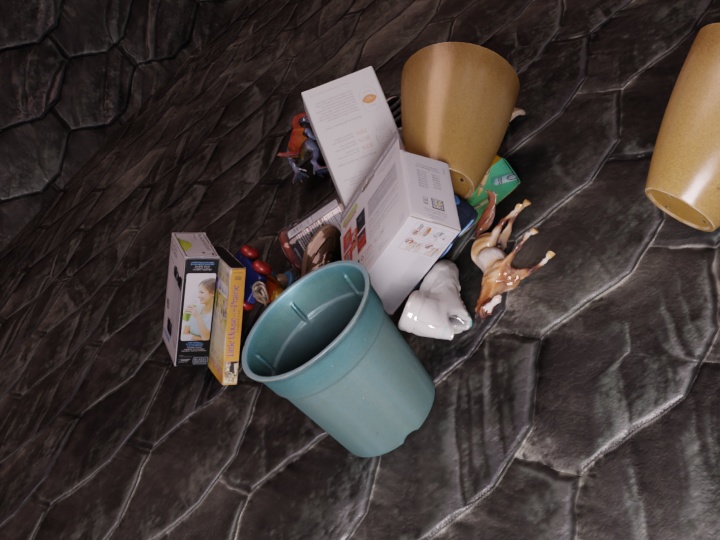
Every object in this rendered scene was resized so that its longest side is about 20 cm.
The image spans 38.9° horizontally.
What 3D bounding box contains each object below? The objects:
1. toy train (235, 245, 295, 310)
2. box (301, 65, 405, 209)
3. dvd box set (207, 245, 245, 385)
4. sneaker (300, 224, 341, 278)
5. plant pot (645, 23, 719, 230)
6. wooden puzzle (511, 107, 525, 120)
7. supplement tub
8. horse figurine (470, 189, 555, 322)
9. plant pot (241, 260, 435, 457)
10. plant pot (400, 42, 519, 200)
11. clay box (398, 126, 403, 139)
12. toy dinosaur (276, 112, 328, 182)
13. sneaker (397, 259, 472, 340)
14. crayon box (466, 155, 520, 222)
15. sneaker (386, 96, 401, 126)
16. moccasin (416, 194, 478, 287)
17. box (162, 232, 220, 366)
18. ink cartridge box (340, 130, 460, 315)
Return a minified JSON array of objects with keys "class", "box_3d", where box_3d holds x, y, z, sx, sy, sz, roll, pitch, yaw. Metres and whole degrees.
[{"class":"toy train","box_3d":[-0.145,0.039,1.714,0.085,0.115,0.200,-63,31,11]},{"class":"box","box_3d":[-0.002,-0.205,1.641,0.124,0.201,0.097,-21,-7,-2]},{"class":"dvd box set","box_3d":[-0.231,0.073,1.705,0.029,0.201,0.146,0,15,-23]},{"class":"sneaker","box_3d":[-0.059,0.026,1.644,0.075,0.070,0.201,15,81,36]},{"class":"plant pot","box_3d":[0.430,-0.156,1.209,0.200,0.186,0.186,-56,28,-2]},{"class":"wooden puzzle","box_3d":[0.175,-0.231,1.794,0.200,0.037,0.185,-39,26,-7]},{"class":"supplement tub","box_3d":[-0.033,-0.074,1.739,0.200,0.107,0.107,-33,28,12]},{"class":"horse figurine","box_3d":[0.197,-0.027,1.427,0.133,0.050,0.200,-48,31,24]},{"class":"plant pot","box_3d":[-0.015,0.126,1.318,0.200,0.196,0.200,-31,28,19]},{"class":"plant pot","box_3d":[0.138,-0.209,1.544,0.186,0.186,0.201,-16,49,38]},{"class":"clay box","box_3d":[0.088,-0.225,1.750,0.200,0.048,0.115,-27,13,1]},{"class":"toy dinosaur","box_3d":[-0.113,-0.273,2.102,0.105,0.200,0.182,-20,62,6]},{"class":"sneaker","box_3d":[0.119,0.050,1.413,0.200,0.088,0.075,-48,-21,-61]},{"class":"crayon box","box_3d":[0.142,-0.109,1.621,0.200,0.058,0.119,-41,27,-2]},{"class":"sneaker","box_3d":[-0.001,-0.280,2.057,0.200,0.076,0.115,-34,21,-12]},{"class":"moccasin","box_3d":[0.105,-0.022,1.519,0.200,0.068,0.081,-51,33,34]},{"class":"box","box_3d":[-0.289,0.047,1.724,0.117,0.060,0.201,-130,45,-57]},{"class":"ink cartridge box","box_3d":[0.050,-0.069,1.469,0.200,0.084,0.176,-53,31,42]}]
